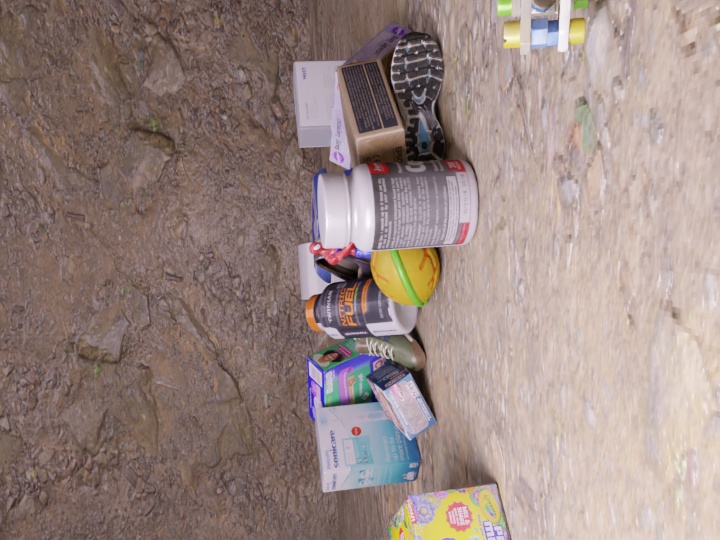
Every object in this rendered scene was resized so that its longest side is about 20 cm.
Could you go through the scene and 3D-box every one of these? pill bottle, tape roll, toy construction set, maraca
[{"bbox_3d":[-0.004,0.069,1.061,0.106,0.197,0.108,19,-113,-54],"label":"pill bottle"},{"bbox_3d":[0.045,-0.085,0.773,0.114,0.196,0.116,176,90,-81],"label":"pill bottle"},{"bbox_3d":[-0.058,-0.001,1.502,0.203,0.199,0.142,159,106,-81],"label":"tape roll"},{"bbox_3d":[0.141,-0.267,0.421,0.131,0.091,0.203,-59,-19,-61],"label":"toy construction set"},{"bbox_3d":[0.076,-0.005,0.942,0.200,0.105,0.139,28,-136,-73],"label":"maraca"}]

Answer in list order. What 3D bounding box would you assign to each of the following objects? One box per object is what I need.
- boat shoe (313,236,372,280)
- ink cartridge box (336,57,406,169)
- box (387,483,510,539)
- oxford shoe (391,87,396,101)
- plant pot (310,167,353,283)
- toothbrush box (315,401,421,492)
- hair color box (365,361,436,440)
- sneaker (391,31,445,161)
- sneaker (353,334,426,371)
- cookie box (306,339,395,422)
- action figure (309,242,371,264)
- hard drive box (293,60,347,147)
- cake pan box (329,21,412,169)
[{"bbox_3d":[0.000,0.000,1.115,0.072,0.197,0.065,-55,16,46],"label":"boat shoe"},{"bbox_3d":[0.022,-0.192,0.907,0.201,0.074,0.167,79,179,-56],"label":"ink cartridge box"},{"bbox_3d":[0.120,0.408,0.755,0.194,0.120,0.203,101,163,-56],"label":"box"},{"bbox_3d":[0.062,-0.218,1.048,0.074,0.070,0.203,-114,20,-51],"label":"oxford shoe"},{"bbox_3d":[-0.012,-0.093,1.211,0.202,0.176,0.202,-101,12,-47],"label":"plant pot"},{"bbox_3d":[0.010,0.357,1.202,0.148,0.196,0.086,-102,11,-45],"label":"toothbrush box"},{"bbox_3d":[0.071,0.239,1.101,0.101,0.060,0.200,60,171,-1],"label":"hair color box"},{"bbox_3d":[0.080,-0.253,0.887,0.090,0.077,0.204,-124,32,-79],"label":"sneaker"},{"bbox_3d":[0.033,0.141,1.113,0.200,0.089,0.068,39,142,48],"label":"sneaker"},{"bbox_3d":[-0.017,0.241,1.313,0.075,0.198,0.174,32,132,44],"label":"cookie box"},{"bbox_3d":[0.006,-0.060,1.047,0.066,0.196,0.100,-107,17,-54],"label":"action figure"},{"bbox_3d":[-0.035,-0.343,1.199,0.077,0.196,0.159,113,153,-71],"label":"hard drive box"},{"bbox_3d":[0.016,-0.304,1.036,0.184,0.052,0.201,-48,-19,-33],"label":"cake pan box"}]
